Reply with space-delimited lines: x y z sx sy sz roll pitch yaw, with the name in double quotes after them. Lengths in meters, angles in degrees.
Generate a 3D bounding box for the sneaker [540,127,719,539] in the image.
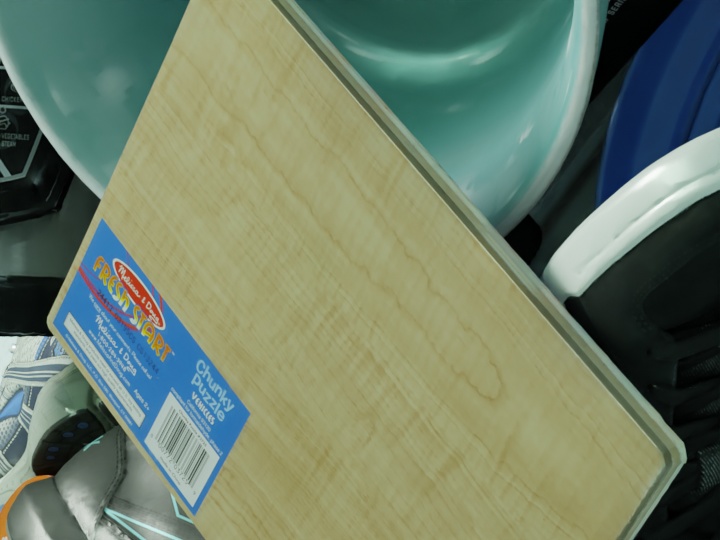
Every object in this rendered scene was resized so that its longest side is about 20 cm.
0.092 0.051 0.726 0.112 0.073 0.200 60 153 20 "sneaker"

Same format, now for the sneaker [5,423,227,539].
-0.030 0.112 0.800 0.079 0.075 0.200 -41 57 -2 "sneaker"

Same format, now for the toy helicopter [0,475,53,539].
-0.112 0.186 1.015 0.132 0.079 0.201 -39 48 28 "toy helicopter"

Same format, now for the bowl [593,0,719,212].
0.147 -0.050 0.797 0.200 0.039 0.202 -42 34 37 "bowl"

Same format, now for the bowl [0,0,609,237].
-0.005 -0.104 0.795 0.201 0.201 0.105 -41 1 36 "bowl"

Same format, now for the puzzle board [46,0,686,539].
-0.006 0.030 0.747 0.200 0.017 0.151 50 131 27 "puzzle board"

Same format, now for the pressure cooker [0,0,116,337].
-0.127 -0.077 0.917 0.178 0.175 0.202 2 89 42 "pressure cooker"

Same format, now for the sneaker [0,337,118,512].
-0.113 0.060 1.086 0.200 0.077 0.086 135 139 -53 "sneaker"

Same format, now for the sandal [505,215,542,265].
-0.015 0.036 0.978 0.200 0.045 0.075 -45 9 27 "sandal"

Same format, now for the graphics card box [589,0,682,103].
0.074 -0.117 0.913 0.200 0.051 0.126 -48 22 55 "graphics card box"
